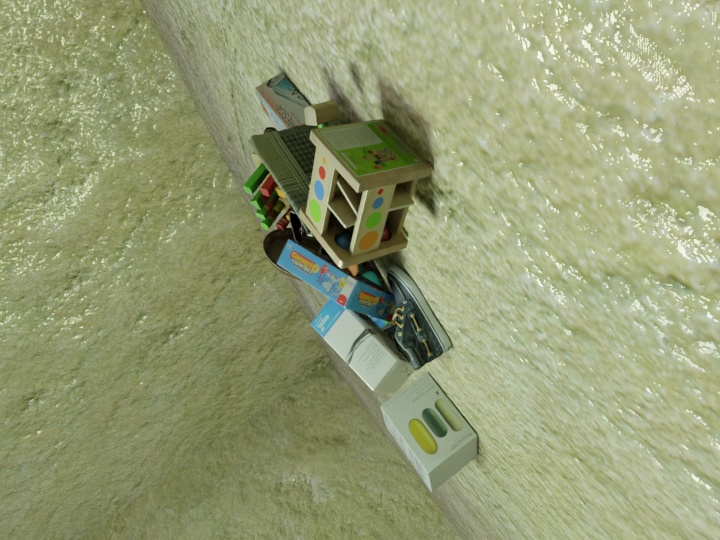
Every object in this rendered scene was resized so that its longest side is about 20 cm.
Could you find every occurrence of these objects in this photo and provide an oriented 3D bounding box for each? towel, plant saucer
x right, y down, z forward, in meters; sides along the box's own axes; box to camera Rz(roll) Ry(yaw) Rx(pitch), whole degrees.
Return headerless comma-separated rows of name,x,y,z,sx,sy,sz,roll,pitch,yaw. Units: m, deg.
towel,-0.062,-0.156,0.963,0.202,0.190,0.035,56,141,14
plant saucer,-0.149,-0.035,1.466,0.201,0.197,0.033,50,132,35

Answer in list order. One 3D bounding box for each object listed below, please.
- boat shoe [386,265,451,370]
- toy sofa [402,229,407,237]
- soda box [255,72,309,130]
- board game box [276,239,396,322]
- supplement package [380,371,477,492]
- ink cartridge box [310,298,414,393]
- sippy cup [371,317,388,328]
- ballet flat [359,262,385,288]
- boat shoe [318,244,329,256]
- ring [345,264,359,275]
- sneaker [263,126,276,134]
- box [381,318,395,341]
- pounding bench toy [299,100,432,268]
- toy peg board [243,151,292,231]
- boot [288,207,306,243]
boat shoe,0.090,0.093,1.167,0.202,0.090,0.071,56,168,9
toy sofa,0.006,-0.080,1.102,0.099,0.082,0.200,61,168,-9
soda box,-0.126,-0.292,1.151,0.201,0.068,0.064,52,167,26
board game box,-0.041,0.023,1.216,0.198,0.057,0.195,30,-177,31
supplement package,0.171,0.398,1.459,0.201,0.150,0.152,50,166,34
ink cartridge box,0.010,0.157,1.236,0.200,0.084,0.145,43,-176,25
sippy cup,0.006,0.146,1.566,0.179,0.129,0.141,53,167,26
ballet flat,0.000,0.000,1.381,0.202,0.068,0.071,55,-170,-16
boat shoe,-0.065,-0.043,1.431,0.202,0.071,0.073,-81,11,-55
ring,-0.050,-0.084,1.084,0.203,0.019,0.201,60,168,20
sneaker,-0.189,-0.280,1.490,0.202,0.078,0.088,70,-175,-50
box,0.087,0.155,1.392,0.065,0.069,0.200,54,169,2
pounding bench toy,-0.020,-0.128,0.850,0.201,0.122,0.158,50,142,32
toy peg board,-0.175,-0.163,1.427,0.196,0.099,0.202,22,153,24
boot,-0.107,-0.129,1.253,0.071,0.169,0.201,16,152,10
